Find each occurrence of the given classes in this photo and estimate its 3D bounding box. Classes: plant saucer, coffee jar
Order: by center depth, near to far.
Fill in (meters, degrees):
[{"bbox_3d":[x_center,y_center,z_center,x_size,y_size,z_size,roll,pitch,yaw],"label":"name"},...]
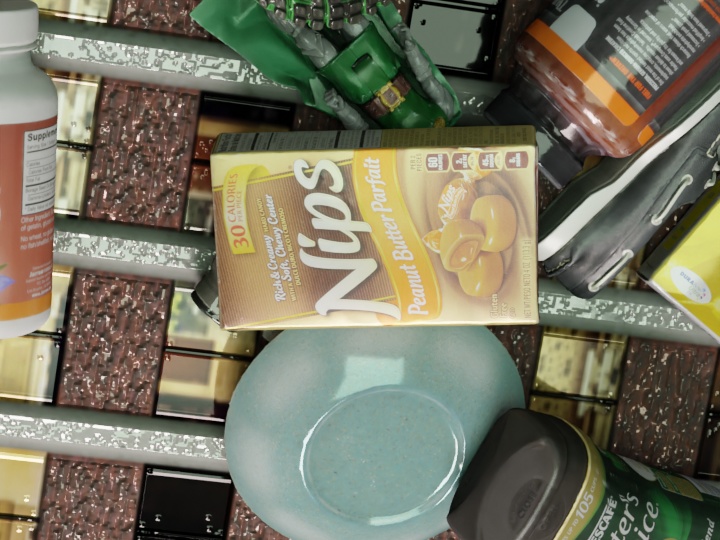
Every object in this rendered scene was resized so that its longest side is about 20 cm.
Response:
[{"bbox_3d":[0.013,0.111,1.708,0.201,0.039,0.201,-5,121,-8],"label":"plant saucer"},{"bbox_3d":[0.155,0.164,1.718,0.200,0.085,0.104,24,99,-34],"label":"coffee jar"}]

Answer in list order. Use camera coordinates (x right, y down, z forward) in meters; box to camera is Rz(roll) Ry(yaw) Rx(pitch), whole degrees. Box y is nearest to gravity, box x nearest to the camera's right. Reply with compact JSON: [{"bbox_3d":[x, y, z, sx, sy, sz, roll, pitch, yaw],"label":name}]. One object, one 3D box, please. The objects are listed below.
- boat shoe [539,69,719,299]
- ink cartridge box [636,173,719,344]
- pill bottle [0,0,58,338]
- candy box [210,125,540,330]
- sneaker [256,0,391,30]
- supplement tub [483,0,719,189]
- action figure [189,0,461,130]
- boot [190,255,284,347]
[{"bbox_3d":[0.195,-0.065,1.710,0.200,0.076,0.060,-42,106,14],"label":"boat shoe"},{"bbox_3d":[0.321,-0.012,1.756,0.198,0.047,0.200,39,97,-15],"label":"ink cartridge box"},{"bbox_3d":[-0.242,-0.065,1.611,0.112,0.112,0.200,1,103,-10],"label":"pill bottle"},{"bbox_3d":[0.010,-0.026,1.627,0.200,0.055,0.116,-2,106,2],"label":"candy box"},{"bbox_3d":[0.001,-0.206,1.612,0.200,0.085,0.078,-16,139,-36],"label":"sneaker"},{"bbox_3d":[0.171,-0.146,1.665,0.200,0.107,0.107,-45,106,2],"label":"supplement tub"},{"bbox_3d":[0.001,-0.129,1.670,0.118,0.055,0.200,-43,110,-1],"label":"action figure"},{"bbox_3d":[0.000,0.000,1.701,0.200,0.068,0.131,17,107,-8],"label":"boot"}]
